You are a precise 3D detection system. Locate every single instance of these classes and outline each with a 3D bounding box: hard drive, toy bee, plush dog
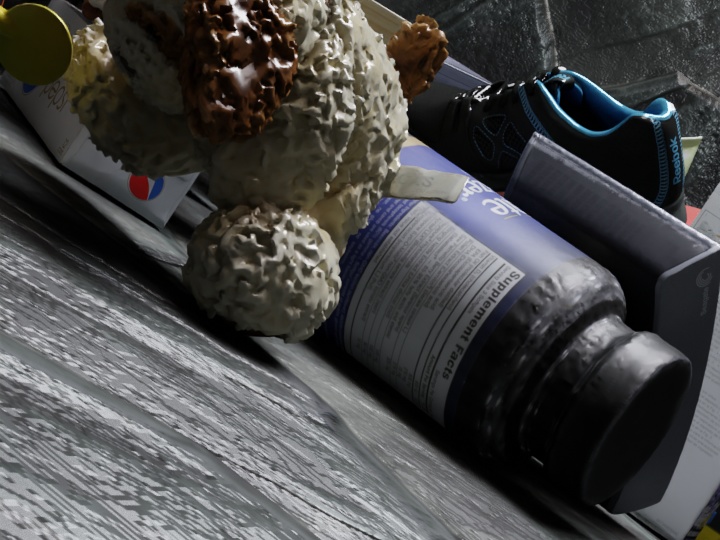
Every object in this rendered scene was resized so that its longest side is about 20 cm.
[{"bbox_3d":[0.118,0.037,0.998,0.135,0.042,0.201,35,-37,27],"label":"hard drive"},{"bbox_3d":[-0.176,-0.125,0.790,0.131,0.109,0.200,35,3,-22],"label":"toy bee"},{"bbox_3d":[-0.048,-0.096,0.780,0.200,0.160,0.172,54,-4,37],"label":"plush dog"}]

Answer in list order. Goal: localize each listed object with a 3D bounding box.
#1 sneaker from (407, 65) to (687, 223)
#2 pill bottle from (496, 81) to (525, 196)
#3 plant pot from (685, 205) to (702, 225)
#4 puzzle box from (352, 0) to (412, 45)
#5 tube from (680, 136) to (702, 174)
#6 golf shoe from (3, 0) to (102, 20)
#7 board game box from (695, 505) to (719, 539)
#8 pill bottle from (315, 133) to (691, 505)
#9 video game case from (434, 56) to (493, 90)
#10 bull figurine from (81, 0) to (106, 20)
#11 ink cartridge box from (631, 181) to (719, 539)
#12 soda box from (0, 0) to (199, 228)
[{"bbox_3d":[0.093,-0.081,1.024,0.199,0.082,0.073,21,40,31],"label":"sneaker"},{"bbox_3d":[0.069,-0.040,1.142,0.112,0.113,0.200,35,39,10],"label":"pill bottle"},{"bbox_3d":[0.169,0.026,1.392,0.177,0.201,0.200,20,12,-39],"label":"plant pot"},{"bbox_3d":[-0.057,-0.169,1.018,0.199,0.026,0.133,32,7,5],"label":"puzzle box"},{"bbox_3d":[0.133,0.006,1.098,0.052,0.201,0.058,24,24,-9],"label":"tube"},{"bbox_3d":[-0.199,-0.150,1.301,0.095,0.078,0.200,56,2,-2],"label":"golf shoe"},{"bbox_3d":[0.280,0.122,1.211,0.199,0.166,0.057,34,4,-2],"label":"board game box"},{"bbox_3d":[0.059,0.024,0.920,0.200,0.112,0.112,36,4,26],"label":"pill bottle"},{"bbox_3d":[0.003,-0.173,1.337,0.142,0.019,0.200,22,10,-24],"label":"video game case"},{"bbox_3d":[-0.092,-0.139,1.053,0.121,0.065,0.200,38,6,-4],"label":"bull figurine"},{"bbox_3d":[0.211,0.056,1.145,0.109,0.201,0.050,36,4,22],"label":"ink cartridge box"},{"bbox_3d":[-0.138,-0.091,1.015,0.068,0.064,0.200,33,4,-26],"label":"soda box"}]
